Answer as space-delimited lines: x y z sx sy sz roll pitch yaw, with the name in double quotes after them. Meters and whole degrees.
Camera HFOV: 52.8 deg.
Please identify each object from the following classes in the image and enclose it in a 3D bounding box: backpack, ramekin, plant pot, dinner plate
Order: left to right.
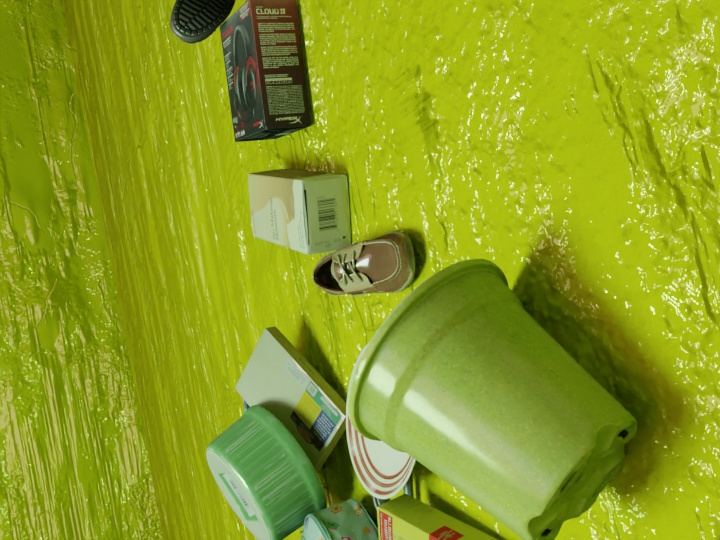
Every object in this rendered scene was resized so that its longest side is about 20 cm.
-0.150 0.318 1.110 0.200 0.097 0.201 39 146 32 "ramekin"
-0.034 0.437 1.033 0.176 0.152 0.201 56 140 46 "backpack"
0.032 0.186 0.924 0.200 0.024 0.202 -26 60 59 "dinner plate"
0.123 0.123 0.624 0.184 0.199 0.202 39 133 34 "plant pot"

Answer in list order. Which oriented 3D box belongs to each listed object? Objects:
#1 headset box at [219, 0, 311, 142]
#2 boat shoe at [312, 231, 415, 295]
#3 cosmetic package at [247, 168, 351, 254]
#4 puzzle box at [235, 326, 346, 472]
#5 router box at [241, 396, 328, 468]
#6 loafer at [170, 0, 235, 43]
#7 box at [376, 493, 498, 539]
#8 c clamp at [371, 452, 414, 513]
-0.144 -0.301 1.074 0.148 0.075 0.202 6 104 62 "headset box"
0.000 0.000 0.906 0.200 0.071 0.076 -23 79 61 "boat shoe"
-0.093 -0.090 1.050 0.200 0.071 0.106 15 112 59 "cosmetic package"
-0.106 0.201 1.125 0.200 0.025 0.134 44 118 26 "puzzle box"
-0.137 0.271 1.256 0.200 0.062 0.151 -25 78 61 "router box"
-0.225 -0.414 1.113 0.201 0.073 0.071 -61 12 -26 "loafer"
0.100 0.324 0.819 0.199 0.050 0.076 10 107 52 "box"
0.054 0.292 0.956 0.171 0.027 0.202 -167 69 -65 "c clamp"
